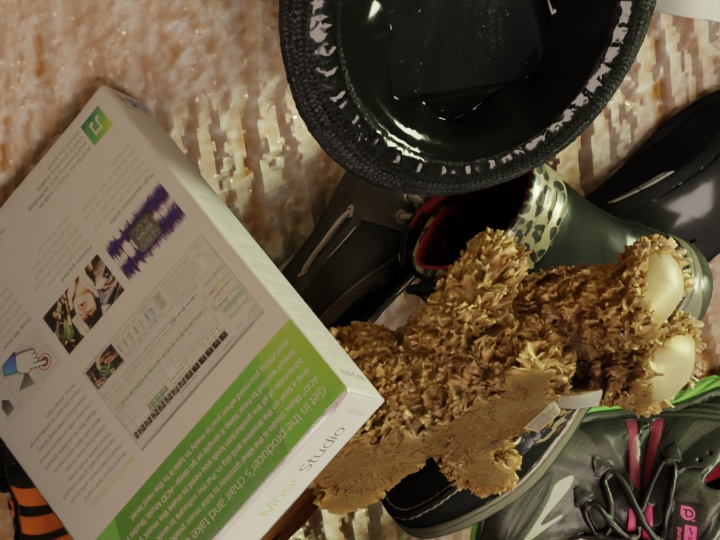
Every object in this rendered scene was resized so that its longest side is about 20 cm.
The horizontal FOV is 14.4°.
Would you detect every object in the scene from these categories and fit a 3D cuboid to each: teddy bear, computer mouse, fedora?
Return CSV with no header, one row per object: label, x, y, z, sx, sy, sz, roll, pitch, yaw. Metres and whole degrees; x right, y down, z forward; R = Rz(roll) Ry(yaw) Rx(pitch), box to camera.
teddy bear,0.060,0.040,1.281,0.199,0.067,0.145,-28,141,11
computer mouse,0.150,0.005,1.448,0.200,0.046,0.141,-35,132,2
fedora,0.036,-0.137,1.242,0.200,0.092,0.201,-12,123,-19

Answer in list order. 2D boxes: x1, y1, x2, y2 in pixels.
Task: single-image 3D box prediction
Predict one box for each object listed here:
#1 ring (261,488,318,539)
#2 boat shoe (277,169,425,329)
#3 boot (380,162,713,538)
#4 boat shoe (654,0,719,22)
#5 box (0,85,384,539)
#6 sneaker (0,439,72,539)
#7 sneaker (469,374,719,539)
ring,-0.069,0.109,1.347,0.200,0.019,0.201,-39,159,-18
boat shoe,0.000,0.000,1.358,0.200,0.057,0.067,-47,132,13
boot,0.054,0.032,1.358,0.203,0.074,0.154,-42,138,15
boat shoe,0.216,-0.158,1.343,0.199,0.071,0.064,-8,112,-20
box,-0.097,0.037,1.242,0.144,0.200,0.036,-48,149,15
sneaker,-0.145,0.098,1.369,0.090,0.070,0.200,24,126,-6
sneaker,0.151,0.114,1.509,0.199,0.084,0.077,-20,132,-12
